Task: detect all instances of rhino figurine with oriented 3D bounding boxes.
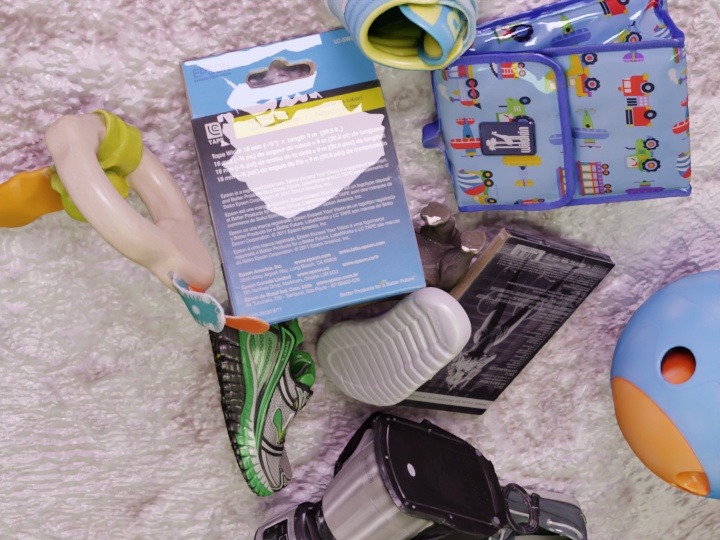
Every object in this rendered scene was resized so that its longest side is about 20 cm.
[{"bbox_3d":[0.000,0.000,1.115,0.200,0.060,0.087,-14,162,-4],"label":"rhino figurine"}]

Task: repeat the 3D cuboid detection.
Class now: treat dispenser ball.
[{"bbox_3d":[0.320,0.100,1.210,0.200,0.201,0.201,-9,131,-10],"label":"treat dispenser ball"}]

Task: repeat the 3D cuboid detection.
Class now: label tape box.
[{"bbox_3d":[-0.045,-0.068,1.031,0.144,0.063,0.200,-12,91,-6],"label":"label tape box"}]

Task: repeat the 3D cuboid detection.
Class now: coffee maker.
[{"bbox_3d":[0.029,0.248,1.275,0.192,0.135,0.200,37,124,-15],"label":"coffee maker"}]

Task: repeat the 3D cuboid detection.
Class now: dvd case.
[{"bbox_3d":[0.115,0.050,1.207,0.149,0.016,0.200,12,125,-43],"label":"dvd case"}]

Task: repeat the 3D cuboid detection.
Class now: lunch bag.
[{"bbox_3d":[0.144,-0.125,1.057,0.200,0.094,0.151,-9,134,7],"label":"lunch bag"}]

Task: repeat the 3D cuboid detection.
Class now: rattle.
[{"bbox_3d":[-0.176,-0.003,0.976,0.143,0.130,0.200,-34,88,1],"label":"rattle"}]

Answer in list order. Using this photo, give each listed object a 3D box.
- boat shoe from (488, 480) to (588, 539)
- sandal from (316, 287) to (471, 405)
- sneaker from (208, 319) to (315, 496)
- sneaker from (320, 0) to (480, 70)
[{"bbox_3d":[0.141,0.256,1.380,0.200,0.062,0.073,9,128,-23],"label":"boat shoe"},{"bbox_3d":[0.035,0.062,1.139,0.050,0.083,0.203,-35,-174,-35],"label":"sandal"},{"bbox_3d":[-0.075,0.118,1.187,0.085,0.078,0.200,-12,132,-10],"label":"sneaker"},{"bbox_3d":[0.074,-0.200,0.927,0.200,0.131,0.080,-29,130,7],"label":"sneaker"}]
